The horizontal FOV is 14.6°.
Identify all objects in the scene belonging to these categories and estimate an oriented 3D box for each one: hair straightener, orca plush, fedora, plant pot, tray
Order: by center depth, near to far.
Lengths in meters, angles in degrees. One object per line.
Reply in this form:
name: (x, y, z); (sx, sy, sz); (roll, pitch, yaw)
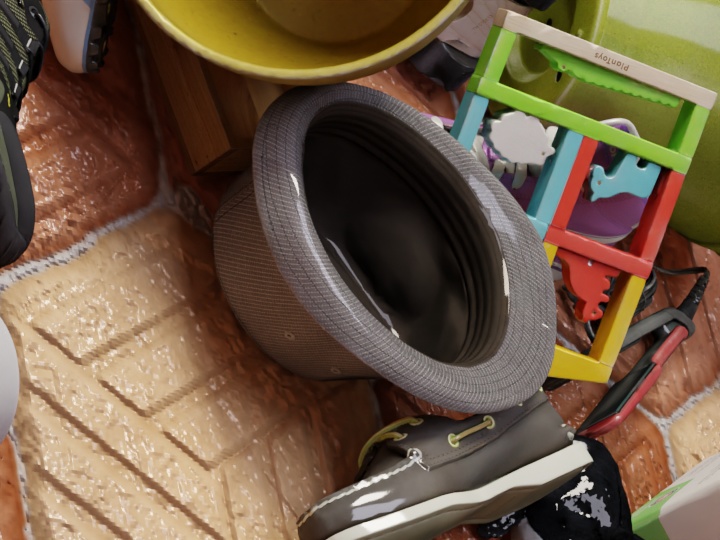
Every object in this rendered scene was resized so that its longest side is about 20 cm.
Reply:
plant pot: (-0.021, -0.177, 1.399); (0.142, 0.199, 0.201); (60, 8, -79)
fedora: (0.000, 0.000, 1.419); (0.200, 0.090, 0.177); (29, 46, -36)
orca plush: (0.114, 0.156, 1.460); (0.105, 0.071, 0.200); (50, 38, -13)
tray: (-0.080, -0.148, 1.474); (0.098, 0.037, 0.201); (-5, 69, -50)
hair straightener: (0.155, 0.028, 1.621); (0.077, 0.041, 0.200); (57, 37, -4)
plant pot: (0.181, -0.119, 1.651); (0.192, 0.200, 0.201); (15, 54, -28)

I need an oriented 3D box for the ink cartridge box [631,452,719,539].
ink cartridge box: (0.255, 0.123, 1.539); (0.145, 0.200, 0.084); (-26, 86, -53)

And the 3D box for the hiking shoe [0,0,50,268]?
hiking shoe: (-0.174, -0.095, 1.294); (0.100, 0.076, 0.201); (-2, 66, -46)

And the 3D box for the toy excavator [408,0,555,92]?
toy excavator: (0.008, -0.226, 1.599); (0.194, 0.100, 0.200); (25, 35, -37)

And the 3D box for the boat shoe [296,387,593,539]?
boat shoe: (0.034, 0.102, 1.403); (0.201, 0.072, 0.061); (-15, 72, -48)

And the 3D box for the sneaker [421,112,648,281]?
sneaker: (0.086, -0.063, 1.545); (0.200, 0.114, 0.073); (17, 55, -41)

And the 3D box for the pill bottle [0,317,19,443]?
pill bottle: (-0.233, 0.046, 1.106); (0.200, 0.104, 0.105); (2, 64, -49)

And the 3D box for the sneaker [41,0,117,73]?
sneaker: (-0.157, -0.191, 1.401); (0.072, 0.072, 0.201); (-7, 75, -6)

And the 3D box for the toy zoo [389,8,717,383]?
toy zoo: (0.098, -0.025, 1.505); (0.131, 0.020, 0.201); (19, 94, -17)
